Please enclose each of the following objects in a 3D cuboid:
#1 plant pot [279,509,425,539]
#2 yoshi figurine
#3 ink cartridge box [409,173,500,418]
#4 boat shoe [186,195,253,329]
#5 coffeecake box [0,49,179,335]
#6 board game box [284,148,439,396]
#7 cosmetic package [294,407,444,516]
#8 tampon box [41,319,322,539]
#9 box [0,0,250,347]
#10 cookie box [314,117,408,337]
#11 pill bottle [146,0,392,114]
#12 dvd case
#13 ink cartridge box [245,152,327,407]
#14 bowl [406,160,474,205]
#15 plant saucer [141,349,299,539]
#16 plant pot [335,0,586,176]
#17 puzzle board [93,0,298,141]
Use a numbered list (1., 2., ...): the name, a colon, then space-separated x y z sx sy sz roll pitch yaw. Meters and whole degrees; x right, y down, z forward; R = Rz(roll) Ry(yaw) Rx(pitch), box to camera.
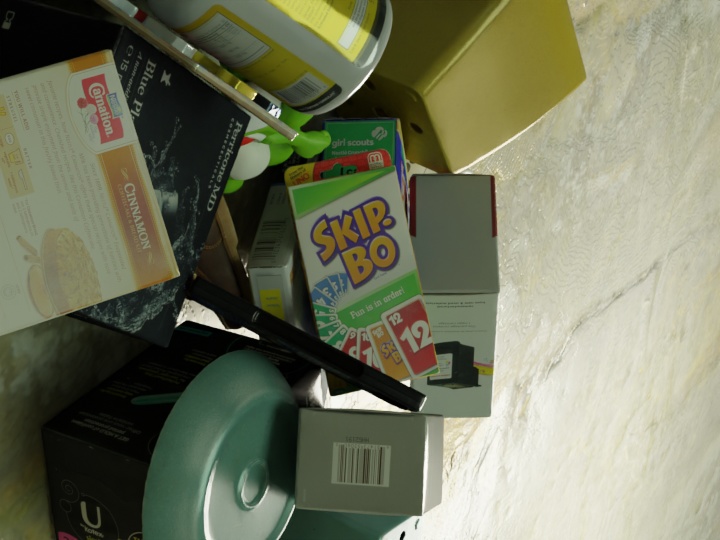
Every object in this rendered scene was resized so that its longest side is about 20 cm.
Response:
1. plant pot: -0.050 0.243 1.622 0.141 0.200 0.141 -21 123 -56
2. yoshi figurine: -0.074 -0.138 1.427 0.200 0.112 0.112 133 -44 -54
3. ink cartridge box: 0.087 0.027 1.632 0.200 0.083 0.146 87 3 -52
4. boat shoe: -0.137 -0.009 1.476 0.070 0.070 0.200 -25 144 -8
5. coffeecake box: -0.236 -0.039 1.098 0.200 0.073 0.154 -19 98 -19
6. board game box: 0.000 0.000 1.470 0.030 0.095 0.200 126 -48 -82
7. cosmetic package: 0.011 0.156 1.423 0.200 0.107 0.090 24 68 -84
8. tampon box: -0.143 0.154 1.452 0.200 0.150 0.126 -39 135 -48
9. box: -0.200 -0.068 1.264 0.200 0.117 0.197 31 77 -63
10. cookie box: 0.005 -0.019 1.591 0.171 0.075 0.200 73 17 -73
11. pill bottle: -0.082 -0.204 1.235 0.200 0.112 0.112 32 74 -32
12. dvd case: -0.044 0.060 1.378 0.018 0.200 0.143 -62 -178 -5
13. ink cartridge box: -0.057 0.018 1.582 0.198 0.047 0.200 -80 168 -53
14. bowl: 0.061 -0.072 1.772 0.201 0.094 0.201 -39 138 -47
15. plant saucer: -0.096 0.163 1.348 0.200 0.036 0.200 -30 126 -53
16. plant pot: 0.069 -0.209 1.623 0.176 0.200 0.200 -52 147 -18
17. puzzle board: -0.145 -0.169 1.224 0.017 0.200 0.151 -55 152 2
